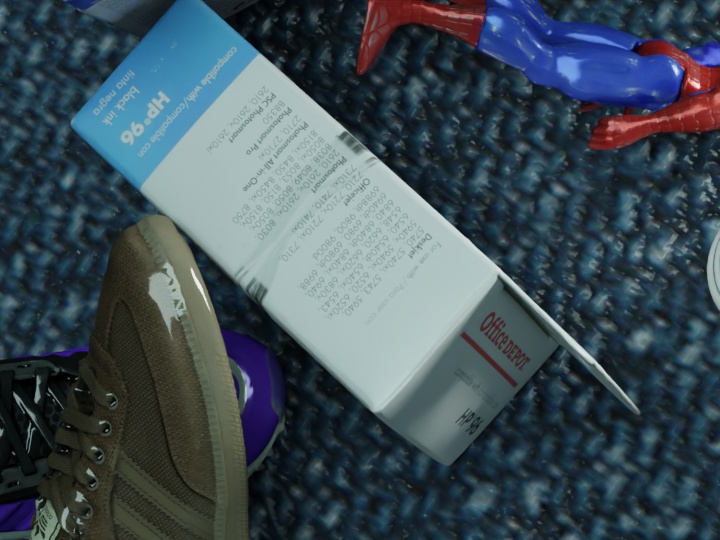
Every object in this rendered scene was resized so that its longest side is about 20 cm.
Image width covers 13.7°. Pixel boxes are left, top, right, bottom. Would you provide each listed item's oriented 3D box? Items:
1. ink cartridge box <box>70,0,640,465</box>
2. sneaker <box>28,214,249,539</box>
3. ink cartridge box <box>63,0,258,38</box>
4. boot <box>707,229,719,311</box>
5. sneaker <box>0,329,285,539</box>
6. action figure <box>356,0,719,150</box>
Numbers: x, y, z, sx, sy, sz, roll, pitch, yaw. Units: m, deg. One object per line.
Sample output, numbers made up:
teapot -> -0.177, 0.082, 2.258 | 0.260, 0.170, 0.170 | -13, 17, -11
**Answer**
ink cartridge box -> 0.000, 0.000, 1.073 | 0.200, 0.116, 0.068 | 42, 91, 20
sneaker -> -0.081, 0.081, 1.046 | 0.075, 0.070, 0.201 | -12, 114, -14
ink cartridge box -> -0.044, -0.128, 1.069 | 0.119, 0.200, 0.042 | -28, 89, 6
boot -> 0.215, -0.008, 1.033 | 0.199, 0.090, 0.073 | 0, 77, 14
sneaker -> -0.128, 0.064, 1.099 | 0.199, 0.100, 0.070 | -14, 76, 11
action figure -> 0.099, -0.070, 1.087 | 0.199, 0.065, 0.052 | 11, 110, 1
